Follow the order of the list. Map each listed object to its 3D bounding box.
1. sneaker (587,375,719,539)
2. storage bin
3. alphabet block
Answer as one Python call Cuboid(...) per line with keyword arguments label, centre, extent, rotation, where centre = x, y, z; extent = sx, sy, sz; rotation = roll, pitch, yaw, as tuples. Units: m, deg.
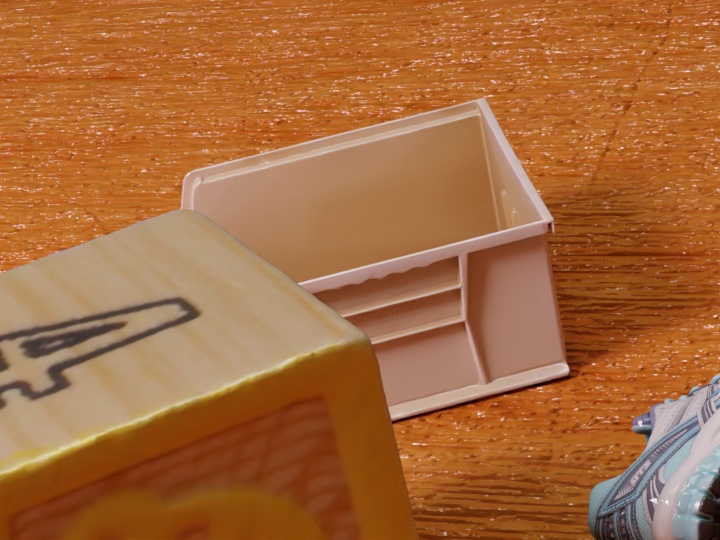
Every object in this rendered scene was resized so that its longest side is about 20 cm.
Cuboid(label="sneaker", centre=(0.175, 0.071, 1.218), extent=(0.086, 0.078, 0.200), rotation=(3, 28, 38))
Cuboid(label="storage bin", centre=(0.000, 0.000, 1.441), extent=(0.197, 0.094, 0.200), rotation=(-14, 24, -3))
Cuboid(label="alphabet block", centre=(-0.101, 0.111, 1.125), extent=(0.196, 0.196, 0.200), rotation=(-23, 26, -18))
